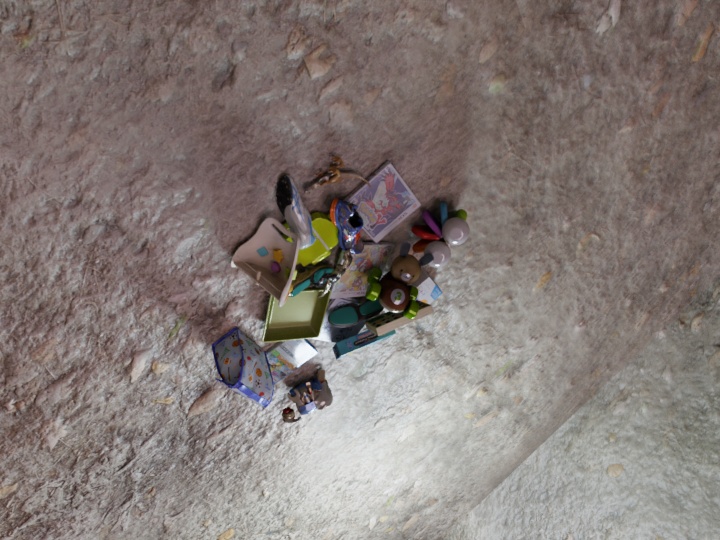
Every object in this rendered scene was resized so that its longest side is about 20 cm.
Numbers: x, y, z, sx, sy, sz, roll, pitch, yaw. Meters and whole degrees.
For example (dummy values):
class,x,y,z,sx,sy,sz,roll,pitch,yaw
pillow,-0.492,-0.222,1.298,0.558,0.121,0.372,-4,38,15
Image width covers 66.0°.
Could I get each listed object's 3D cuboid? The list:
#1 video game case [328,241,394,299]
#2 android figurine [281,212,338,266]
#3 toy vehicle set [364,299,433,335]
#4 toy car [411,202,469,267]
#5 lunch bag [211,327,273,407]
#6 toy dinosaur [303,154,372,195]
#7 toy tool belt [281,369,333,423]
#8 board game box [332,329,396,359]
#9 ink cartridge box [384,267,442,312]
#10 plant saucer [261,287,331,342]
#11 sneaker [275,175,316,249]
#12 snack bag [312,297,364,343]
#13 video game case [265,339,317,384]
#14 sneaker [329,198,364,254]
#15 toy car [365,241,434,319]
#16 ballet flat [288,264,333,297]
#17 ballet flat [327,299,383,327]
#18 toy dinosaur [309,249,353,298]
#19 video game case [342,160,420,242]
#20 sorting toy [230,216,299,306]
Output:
class,x,y,z,sx,sy,sz,roll,pitch,yaw
video game case,0.000,0.000,1.734,0.180,0.023,0.202,-3,127,-35
android figurine,-0.144,-0.090,1.581,0.199,0.041,0.182,-36,134,3
toy vehicle set,0.121,0.149,1.768,0.197,0.124,0.027,-21,100,-15
toy car,0.237,-0.120,1.705,0.149,0.175,0.201,36,109,-5
lunch bag,-0.354,0.309,1.686,0.123,0.201,0.170,-37,136,5
toy dinosaur,-0.062,-0.256,1.491,0.197,0.061,0.107,-13,156,-12
toy tool belt,-0.200,0.437,1.955,0.197,0.125,0.125,-22,103,-15
board game box,0.010,0.235,1.853,0.197,0.048,0.151,-20,170,-12
ink cartridge box,0.168,0.094,1.884,0.199,0.068,0.115,-40,134,7
plant saucer,-0.206,0.127,1.724,0.197,0.048,0.202,-2,127,-28
sneaker,-0.170,-0.158,1.478,0.072,0.071,0.203,-35,119,-42
snack bag,-0.058,0.169,1.858,0.198,0.021,0.190,17,117,-40
video game case,-0.257,0.295,1.857,0.199,0.018,0.144,-36,135,2
sneaker,-0.025,-0.116,1.565,0.076,0.077,0.201,-67,149,-31
toy car,0.132,0.013,1.666,0.162,0.159,0.201,25,120,-11
ballet flat,-0.158,0.016,1.640,0.199,0.063,0.069,-26,144,-48
ballet flat,-0.013,0.144,1.803,0.197,0.075,0.075,-15,133,-14
toy dinosaur,-0.092,0.023,1.608,0.087,0.048,0.201,-5,141,-52
video game case,0.063,-0.195,1.620,0.182,0.023,0.200,-40,134,7
sorting toy,-0.231,-0.040,1.494,0.106,0.199,0.182,-22,143,-54
